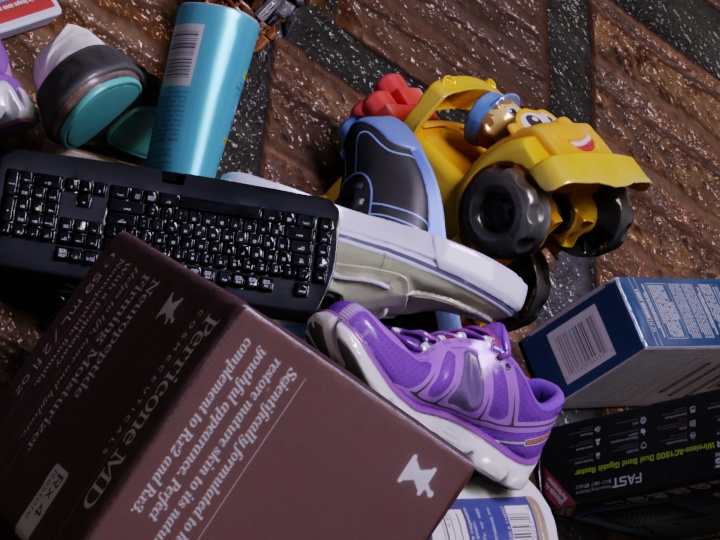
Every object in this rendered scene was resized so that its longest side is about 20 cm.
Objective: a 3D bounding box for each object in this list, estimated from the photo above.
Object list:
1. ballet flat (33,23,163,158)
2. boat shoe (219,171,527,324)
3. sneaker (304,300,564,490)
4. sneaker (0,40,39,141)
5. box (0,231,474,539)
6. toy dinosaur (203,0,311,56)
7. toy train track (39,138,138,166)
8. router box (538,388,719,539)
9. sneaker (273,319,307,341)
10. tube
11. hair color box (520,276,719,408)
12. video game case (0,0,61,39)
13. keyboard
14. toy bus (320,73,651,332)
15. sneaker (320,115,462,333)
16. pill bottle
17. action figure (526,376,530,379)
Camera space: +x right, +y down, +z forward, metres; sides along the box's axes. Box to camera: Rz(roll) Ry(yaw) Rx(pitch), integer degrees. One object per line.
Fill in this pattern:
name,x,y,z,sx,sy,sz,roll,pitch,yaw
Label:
ballet flat,-0.162,-0.108,1.502,0.068,0.068,0.200,49,4,11
boat shoe,0.000,0.000,1.488,0.199,0.072,0.062,18,83,-5
sneaker,0.046,0.057,1.466,0.200,0.084,0.081,31,3,-44
sneaker,-0.269,-0.122,1.397,0.200,0.080,0.089,5,72,-54
box,-0.081,0.104,1.305,0.164,0.166,0.200,36,-5,-26
toy dinosaur,-0.051,-0.203,1.669,0.200,0.136,0.102,-29,105,-14
toy train track,-0.110,-0.040,1.555,0.200,0.033,0.115,17,7,-30
router box,0.244,0.136,1.708,0.150,0.200,0.062,17,66,-40
sneaker,-0.082,0.058,1.493,0.200,0.076,0.081,-31,92,-52
tube,-0.108,-0.059,1.476,0.050,0.077,0.201,16,80,-13
hair color box,0.220,0.053,1.829,0.200,0.100,0.061,2,60,-49
video game case,-0.281,-0.226,1.525,0.200,0.017,0.143,58,35,2
keyboard,-0.112,-0.010,1.412,0.199,0.040,0.104,8,76,-6
toy bus,0.066,-0.064,1.665,0.136,0.200,0.192,0,55,-52
sneaker,0.008,-0.012,1.561,0.078,0.070,0.200,3,59,-31
pill bottle,0.019,0.171,1.491,0.200,0.111,0.111,4,60,-48
action figure,0.020,0.105,1.596,0.200,0.099,0.065,-14,76,-30
